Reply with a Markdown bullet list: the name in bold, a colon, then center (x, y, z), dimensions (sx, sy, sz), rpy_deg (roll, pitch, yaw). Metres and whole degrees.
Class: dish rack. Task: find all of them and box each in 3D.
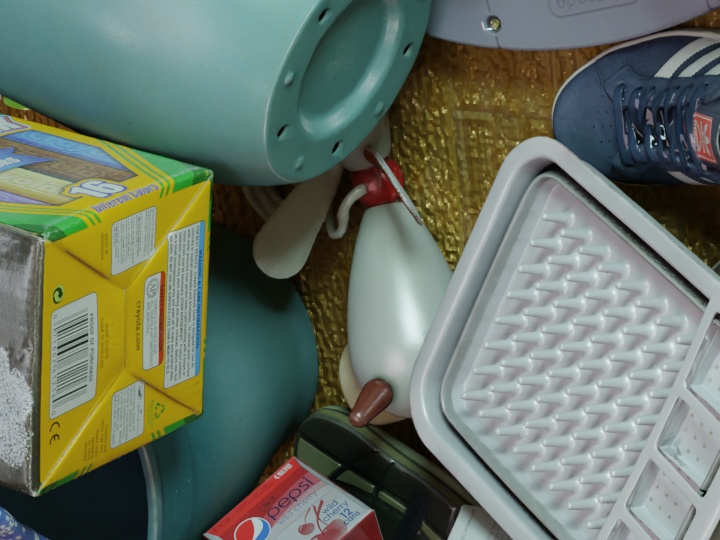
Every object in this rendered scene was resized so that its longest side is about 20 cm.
- **dish rack**: center (0.113, 0.052, 1.193), dimensions (0.200, 0.043, 0.173), rpy_deg (45, 123, 39)

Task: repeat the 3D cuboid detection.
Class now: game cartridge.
- **game cartridge**: center (0.103, -0.171, 1.198), dimensions (0.199, 0.041, 0.134), rpy_deg (-6, 108, 39)

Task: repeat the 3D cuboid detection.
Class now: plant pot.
- **plant pot**: center (-0.125, 0.067, 1.368), dimensions (0.199, 0.188, 0.202), rpy_deg (15, 116, 33)
- **plant pot**: center (-0.063, -0.134, 1.216), dimensions (0.160, 0.200, 0.202), rpy_deg (32, 124, 24)

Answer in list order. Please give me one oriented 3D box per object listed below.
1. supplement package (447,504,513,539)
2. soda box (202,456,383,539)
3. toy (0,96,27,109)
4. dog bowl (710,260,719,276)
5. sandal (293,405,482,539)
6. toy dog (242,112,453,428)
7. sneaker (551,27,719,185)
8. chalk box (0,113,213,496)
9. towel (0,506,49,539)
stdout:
- **supplement package**: center (0.130, 0.203, 1.235), dimensions (0.198, 0.120, 0.122), rpy_deg (8, 114, 12)
- **soda box**: center (-0.017, 0.195, 1.362), dimensions (0.063, 0.070, 0.201), rpy_deg (31, 149, 38)
- **toy**: center (-0.179, -0.186, 1.399), dimensions (0.114, 0.047, 0.202), rpy_deg (13, 116, 29)
- **dog bowl**: center (0.235, 0.068, 1.171), dimensions (0.199, 0.059, 0.202), rpy_deg (12, 110, 35)
- **sandal**: center (0.050, 0.137, 1.351), dimensions (0.201, 0.057, 0.080), rpy_deg (44, 124, 22)
- **toy dog**: center (0.000, 0.000, 1.305), dimensions (0.201, 0.096, 0.132), rpy_deg (54, 130, 7)
- **sneaker**: center (0.159, -0.066, 1.165), dimensions (0.199, 0.084, 0.076), rpy_deg (-3, 106, 38)
- **chalk box**: center (-0.182, 0.003, 1.186), dimensions (0.199, 0.124, 0.125), rpy_deg (17, 114, 31)
- **towel**: center (-0.190, 0.115, 1.217), dimensions (0.144, 0.200, 0.024), rpy_deg (13, 71, 32)
